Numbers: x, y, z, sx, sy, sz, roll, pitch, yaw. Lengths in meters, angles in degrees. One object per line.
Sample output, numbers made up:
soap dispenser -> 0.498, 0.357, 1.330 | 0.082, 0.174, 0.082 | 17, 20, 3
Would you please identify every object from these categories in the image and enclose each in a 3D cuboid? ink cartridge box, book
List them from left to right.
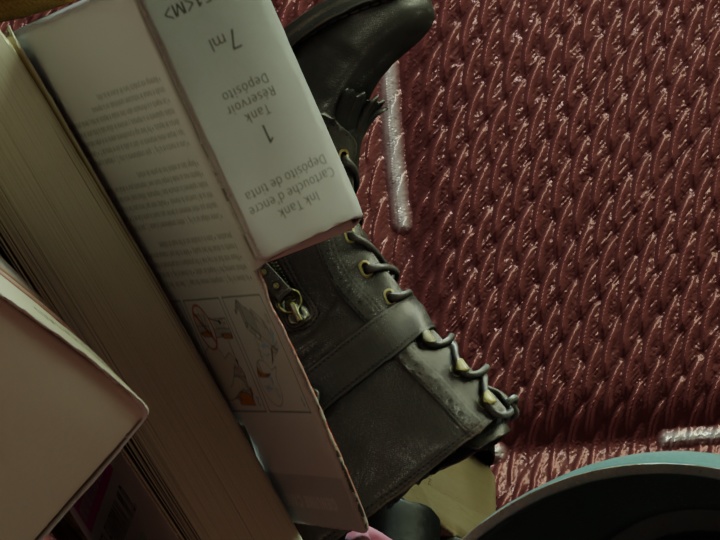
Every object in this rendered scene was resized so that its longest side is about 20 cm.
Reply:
book -> -0.091, 0.036, 0.932 | 0.201, 0.048, 0.134 | 57, -20, 11
ink cartridge box -> -0.052, -0.008, 0.899 | 0.174, 0.043, 0.200 | 66, -20, -8

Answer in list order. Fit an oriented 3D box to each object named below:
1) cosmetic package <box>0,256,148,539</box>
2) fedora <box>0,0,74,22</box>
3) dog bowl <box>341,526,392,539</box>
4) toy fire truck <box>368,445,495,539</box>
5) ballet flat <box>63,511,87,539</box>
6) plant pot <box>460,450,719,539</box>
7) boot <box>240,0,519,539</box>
cosmetic package -> -0.165, 0.000, 0.822 | 0.200, 0.087, 0.103 | 42, -1, 38
fedora -> -0.146, -0.129, 0.996 | 0.201, 0.199, 0.082 | -135, -145, -79
dog bowl -> 0.037, 0.182, 1.129 | 0.200, 0.074, 0.200 | 41, 2, -1
toy fire truck -> -0.056, 0.088, 1.270 | 0.176, 0.199, 0.129 | 37, 45, -48
ballet flat -> -0.095, 0.086, 1.084 | 0.200, 0.068, 0.063 | 47, -23, 54
plant pot -> 0.114, 0.152, 0.977 | 0.200, 0.201, 0.134 | 41, 14, 4
boot -> 0.000, 0.000, 1.113 | 0.174, 0.200, 0.069 | 47, -3, 7
